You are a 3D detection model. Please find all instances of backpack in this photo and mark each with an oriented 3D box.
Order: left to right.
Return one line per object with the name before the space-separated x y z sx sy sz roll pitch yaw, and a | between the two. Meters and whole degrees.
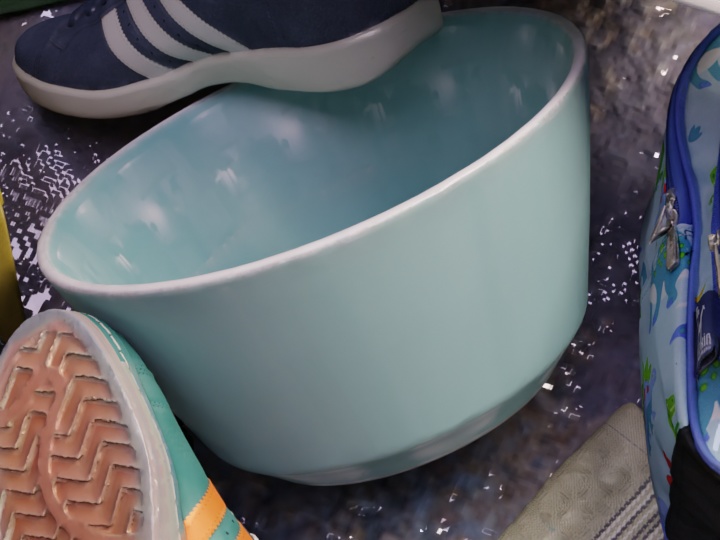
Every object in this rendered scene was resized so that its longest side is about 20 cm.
backpack | 0.183 -0.005 0.886 0.181 0.147 0.201 -1 53 -1

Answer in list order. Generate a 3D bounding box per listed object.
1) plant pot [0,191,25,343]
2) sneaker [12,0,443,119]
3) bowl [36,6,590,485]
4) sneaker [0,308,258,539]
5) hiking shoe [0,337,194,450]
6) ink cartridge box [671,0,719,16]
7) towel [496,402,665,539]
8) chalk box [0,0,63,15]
plant pot | -0.222 -0.023 0.962 0.175 0.200 0.201 -17 64 -9
sneaker | -0.060 -0.111 0.985 0.199 0.085 0.075 -5 27 39
bowl | 0.000 0.000 0.922 0.199 0.106 0.201 -20 20 8
sneaker | -0.058 0.107 0.855 0.071 0.080 0.201 -29 73 27
hiking shoe | -0.102 0.117 0.909 0.074 0.086 0.201 -36 50 36
ink cartridge box | 0.067 -0.177 0.848 0.198 0.147 0.146 17 104 -7
towel | 0.100 0.170 0.900 0.192 0.035 0.200 39 80 26
chalk box | -0.082 -0.198 1.042 0.198 0.124 0.125 -14 65 4
